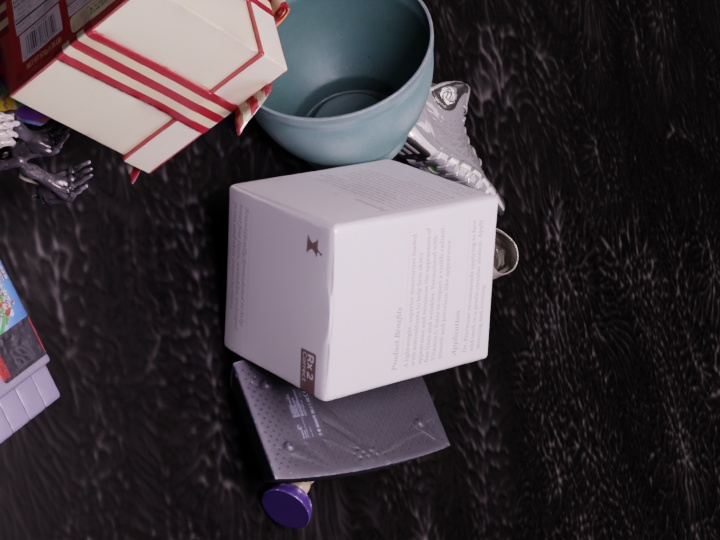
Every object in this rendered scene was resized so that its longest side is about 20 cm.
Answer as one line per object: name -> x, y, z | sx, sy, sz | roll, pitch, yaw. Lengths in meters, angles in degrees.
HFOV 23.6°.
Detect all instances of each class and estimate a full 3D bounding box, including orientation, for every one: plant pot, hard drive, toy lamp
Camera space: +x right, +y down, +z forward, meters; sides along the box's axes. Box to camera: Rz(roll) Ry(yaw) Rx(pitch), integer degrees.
plant pot -> -0.017, -0.180, 1.707 | 0.134, 0.199, 0.201 | 74, 28, -51
hard drive -> -0.023, 0.136, 1.646 | 0.199, 0.042, 0.135 | -7, 63, -33
toy lamp -> -0.029, 0.163, 1.687 | 0.058, 0.058, 0.200 | 58, 41, -24

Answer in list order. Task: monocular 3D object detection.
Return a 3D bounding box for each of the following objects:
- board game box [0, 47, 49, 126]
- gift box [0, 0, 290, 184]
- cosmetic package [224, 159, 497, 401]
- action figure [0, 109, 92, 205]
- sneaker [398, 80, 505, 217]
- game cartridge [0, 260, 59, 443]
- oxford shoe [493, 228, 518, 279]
board game box -> -0.303, -0.212, 1.446 | 0.200, 0.039, 0.159 | 11, 72, -50
gift box -> -0.178, -0.190, 1.396 | 0.186, 0.184, 0.201 | 26, 44, -47
cosmetic package -> -0.001, 0.003, 1.606 | 0.199, 0.165, 0.166 | -11, 113, -37
action figure -> -0.310, -0.115, 1.354 | 0.200, 0.102, 0.119 | 15, 42, -46
sneaker -> 0.113, -0.149, 1.922 | 0.200, 0.075, 0.116 | 39, 66, -39
game cartridge -> -0.323, 0.043, 1.363 | 0.130, 0.038, 0.201 | -39, 112, -45
oxford shoe -> 0.110, -0.013, 1.914 | 0.200, 0.058, 0.076 | -10, 91, -51
